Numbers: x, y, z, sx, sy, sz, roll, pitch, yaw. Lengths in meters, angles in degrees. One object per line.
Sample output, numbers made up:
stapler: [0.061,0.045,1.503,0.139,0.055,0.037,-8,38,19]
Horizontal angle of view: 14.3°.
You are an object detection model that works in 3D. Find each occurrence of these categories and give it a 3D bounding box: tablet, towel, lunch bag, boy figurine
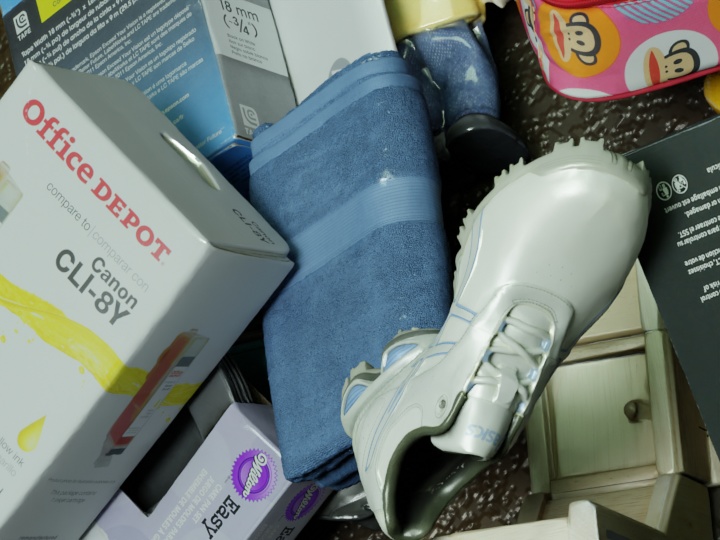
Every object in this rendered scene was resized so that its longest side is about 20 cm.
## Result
tablet: [-0.014,-0.086,1.486,0.130,0.014,0.201,-42,56,52]
towel: [0.000,0.000,1.382,0.112,0.048,0.200,-32,51,37]
lunch bag: [0.154,-0.171,1.390,0.176,0.082,0.200,-15,36,-2]
boy figurine: [0.027,-0.141,1.501,0.124,0.064,0.201,-25,62,27]

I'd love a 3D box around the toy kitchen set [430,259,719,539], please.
toy kitchen set: [0.135,0.062,1.312,0.163,0.180,0.201,-11,73,22]

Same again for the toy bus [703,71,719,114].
toy bus: [0.263,-0.063,1.357,0.200,0.065,0.078,23,83,31]

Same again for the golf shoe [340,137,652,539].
golf shoe: [0.063,0.037,1.217,0.200,0.078,0.097,-56,22,33]

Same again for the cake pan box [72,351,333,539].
cake pan box: [-0.129,0.111,1.445,0.184,0.052,0.200,44,106,22]

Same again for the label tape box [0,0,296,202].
label tape box: [-0.116,-0.116,1.544,0.144,0.063,0.200,-33,61,34]

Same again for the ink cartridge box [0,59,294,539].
ink cartridge box: [-0.152,0.020,1.390,0.145,0.083,0.200,45,106,24]

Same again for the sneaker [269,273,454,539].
sneaker: [0.009,0.080,1.442,0.200,0.076,0.091,-42,66,19]

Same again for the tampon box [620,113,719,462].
tampon box: [0.227,0.012,1.246,0.126,0.150,0.200,-23,89,42]

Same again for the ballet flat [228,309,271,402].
ballet flat: [-0.107,0.060,1.504,0.200,0.068,0.069,-31,51,15]
